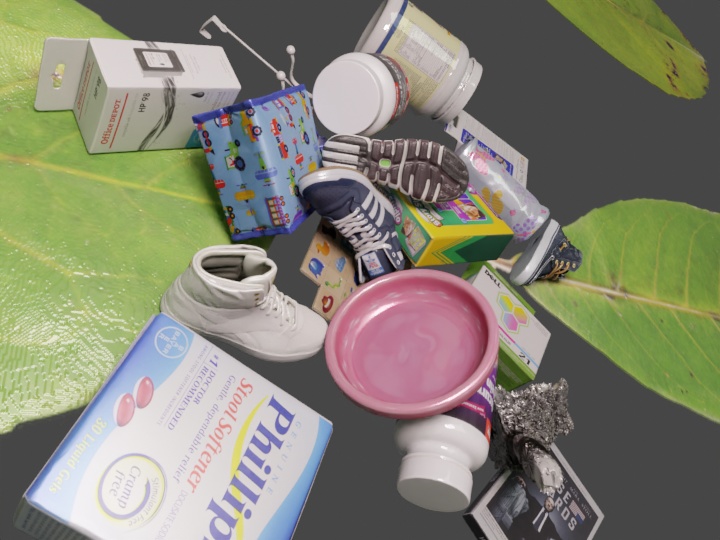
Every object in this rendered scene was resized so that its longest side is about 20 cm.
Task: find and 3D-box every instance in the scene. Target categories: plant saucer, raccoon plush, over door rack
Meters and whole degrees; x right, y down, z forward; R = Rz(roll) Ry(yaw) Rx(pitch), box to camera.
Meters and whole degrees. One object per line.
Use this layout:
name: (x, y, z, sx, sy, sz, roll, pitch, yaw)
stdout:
plant saucer: (0.059, 0.087, 0.671, 0.197, 0.051, 0.202, -8, 44, 8)
raccoon plush: (0.237, 0.210, 0.726, 0.132, 0.098, 0.200, -7, 24, -11)
over door rack: (-0.148, -0.272, 0.830, 0.198, 0.067, 0.149, 27, 49, -20)

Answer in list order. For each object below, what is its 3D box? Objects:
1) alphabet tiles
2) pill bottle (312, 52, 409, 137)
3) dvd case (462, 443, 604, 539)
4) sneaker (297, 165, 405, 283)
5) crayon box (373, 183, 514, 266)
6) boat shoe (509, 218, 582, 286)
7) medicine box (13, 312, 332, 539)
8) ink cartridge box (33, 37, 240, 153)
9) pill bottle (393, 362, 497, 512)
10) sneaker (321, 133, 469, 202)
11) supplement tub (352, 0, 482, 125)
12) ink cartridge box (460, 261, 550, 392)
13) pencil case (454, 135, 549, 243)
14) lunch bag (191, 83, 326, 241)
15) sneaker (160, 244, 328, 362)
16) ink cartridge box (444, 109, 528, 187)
alphabet tiles: (0.000, 0.000, 0.779, 0.167, 0.008, 0.202, 41, 46, -25)
pill bottle: (0.003, -0.257, 0.854, 0.116, 0.116, 0.200, 43, 24, -4)
dvd case: (0.229, 0.317, 0.753, 0.199, 0.025, 0.151, -29, 81, -43)
sneaker: (-0.003, -0.049, 0.720, 0.199, 0.069, 0.110, 22, 54, -60)
crayon box: (0.105, -0.098, 0.873, 0.171, 0.059, 0.201, -5, 47, -36)
boat shoe: (0.328, -0.013, 1.004, 0.091, 0.071, 0.200, 44, 44, 2)
medicine box: (-0.152, 0.175, 0.513, 0.199, 0.103, 0.183, 35, 47, -11)
ink cartridge box: (-0.254, -0.197, 0.671, 0.198, 0.116, 0.067, -15, 72, -40)
pill bottle: (0.101, 0.170, 0.694, 0.111, 0.111, 0.202, 31, 48, -15)
sneaker: (0.044, -0.149, 0.792, 0.197, 0.077, 0.116, 13, 14, -10)
supplement tub: (0.097, -0.360, 1.011, 0.198, 0.145, 0.146, 30, 48, -17)
ink cartridge box: (0.210, 0.058, 0.870, 0.148, 0.076, 0.200, 44, 47, -4)
pencil case: (0.234, -0.139, 1.011, 0.200, 0.083, 0.091, 44, 38, -4)
lunch bag: (-0.094, -0.147, 0.737, 0.200, 0.093, 0.153, -43, 123, -55)
sneaker: (-0.102, 0.037, 0.630, 0.198, 0.115, 0.075, 17, 51, -29)
ink cartridge box: (0.233, -0.226, 1.101, 0.199, 0.037, 0.095, 34, 48, -17)
